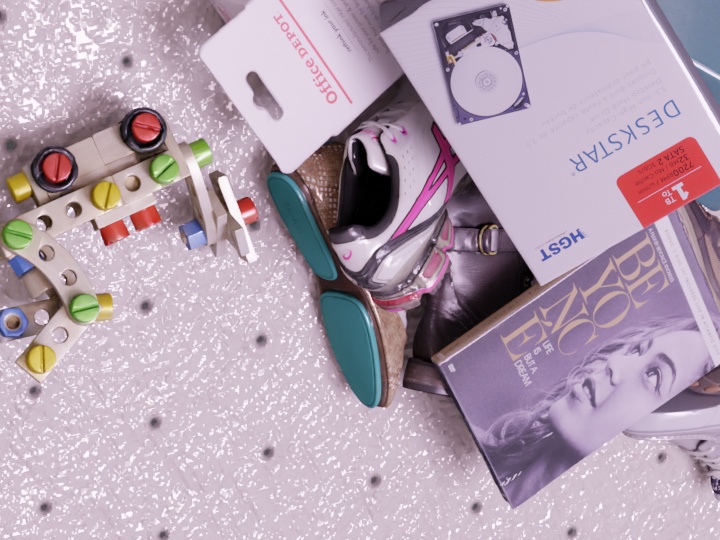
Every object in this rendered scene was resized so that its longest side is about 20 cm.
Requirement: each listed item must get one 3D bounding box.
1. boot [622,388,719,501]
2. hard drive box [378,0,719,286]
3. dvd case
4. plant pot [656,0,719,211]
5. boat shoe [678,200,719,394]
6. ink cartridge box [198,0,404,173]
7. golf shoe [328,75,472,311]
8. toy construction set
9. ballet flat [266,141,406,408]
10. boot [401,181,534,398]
[{"bbox_3d":[0.276,0.133,1.843,0.200,0.074,0.096,-4,108,-25],"label":"boot"},{"bbox_3d":[0.128,-0.118,1.543,0.156,0.077,0.200,-31,107,12],"label":"hard drive box"},{"bbox_3d":[0.159,0.058,1.689,0.200,0.016,0.149,-35,126,-9],"label":"dvd case"},{"bbox_3d":[0.219,-0.157,1.663,0.200,0.141,0.142,23,62,-26],"label":"plant pot"},{"bbox_3d":[0.239,-0.007,1.790,0.073,0.074,0.200,-42,117,-44],"label":"boat shoe"},{"bbox_3d":[-0.019,-0.172,1.586,0.200,0.068,0.115,-43,120,-12],"label":"ink cartridge box"},{"bbox_3d":[0.033,-0.078,1.602,0.092,0.072,0.200,45,50,-43],"label":"golf shoe"},{"bbox_3d":[-0.152,-0.025,1.541,0.200,0.092,0.131,-25,92,-29],"label":"toy construction set"},{"bbox_3d":[0.000,0.000,1.652,0.065,0.070,0.200,-34,122,-26],"label":"ballet flat"},{"bbox_3d":[0.112,0.007,1.717,0.200,0.069,0.175,9,90,-43],"label":"boot"}]
